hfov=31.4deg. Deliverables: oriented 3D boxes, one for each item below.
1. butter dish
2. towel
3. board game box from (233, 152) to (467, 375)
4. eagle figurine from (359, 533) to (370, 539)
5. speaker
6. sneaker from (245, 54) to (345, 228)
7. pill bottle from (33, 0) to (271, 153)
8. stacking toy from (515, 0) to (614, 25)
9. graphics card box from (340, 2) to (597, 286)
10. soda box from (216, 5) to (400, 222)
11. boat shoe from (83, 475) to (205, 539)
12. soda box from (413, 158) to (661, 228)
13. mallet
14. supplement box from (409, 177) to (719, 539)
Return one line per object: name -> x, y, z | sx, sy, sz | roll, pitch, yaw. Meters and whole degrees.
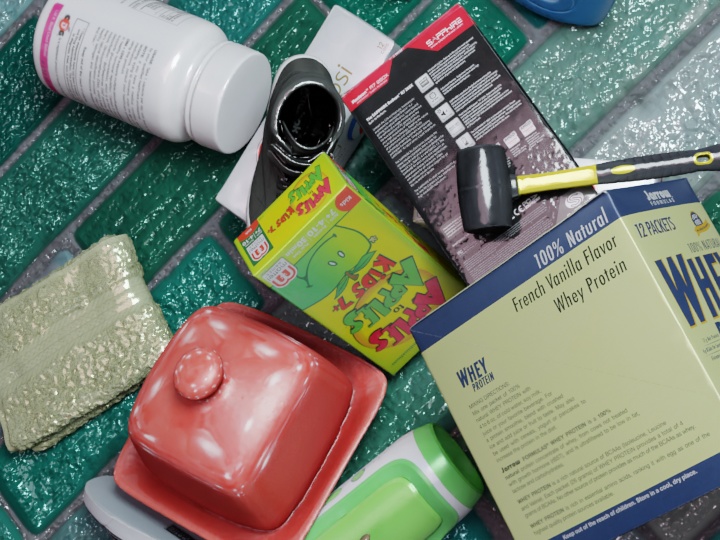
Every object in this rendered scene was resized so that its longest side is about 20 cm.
butter dish -> -0.111, 0.112, 1.070 | 0.198, 0.148, 0.201 | 22, 70, 27
towel -> -0.275, 0.070, 1.209 | 0.199, 0.036, 0.150 | -31, 77, 12
board game box -> 0.000, 0.000, 1.045 | 0.102, 0.200, 0.048 | -44, 46, 8
eagle figurine -> 0.041, 0.308, 1.013 | 0.200, 0.151, 0.151 | 47, 55, -7
speaker -> 0.006, 0.218, 1.080 | 0.199, 0.088, 0.089 | -40, 74, 9
sneaker -> -0.055, -0.072, 1.040 | 0.070, 0.099, 0.203 | 6, 101, -6
pill bottle -> -0.189, -0.185, 1.170 | 0.198, 0.113, 0.114 | 24, 91, 19
stacking toy -> 0.194, -0.320, 1.080 | 0.115, 0.110, 0.202 | 26, 81, 3
graphics card box -> 0.089, -0.093, 1.017 | 0.125, 0.051, 0.201 | -37, 73, 8
soda box -> -0.041, -0.125, 1.131 | 0.068, 0.064, 0.201 | 34, 96, 15
boat shoe -> -0.175, 0.254, 1.141 | 0.198, 0.073, 0.069 | 25, 111, 24
soda box -> 0.148, -0.058, 1.066 | 0.197, 0.068, 0.065 | 6, 86, 18
mallet -> 0.166, -0.080, 0.952 | 0.198, 0.041, 0.067 | -15, 82, 8
supplement box -> 0.179, 0.074, 0.913 | 0.199, 0.134, 0.201 | -37, 74, 36
